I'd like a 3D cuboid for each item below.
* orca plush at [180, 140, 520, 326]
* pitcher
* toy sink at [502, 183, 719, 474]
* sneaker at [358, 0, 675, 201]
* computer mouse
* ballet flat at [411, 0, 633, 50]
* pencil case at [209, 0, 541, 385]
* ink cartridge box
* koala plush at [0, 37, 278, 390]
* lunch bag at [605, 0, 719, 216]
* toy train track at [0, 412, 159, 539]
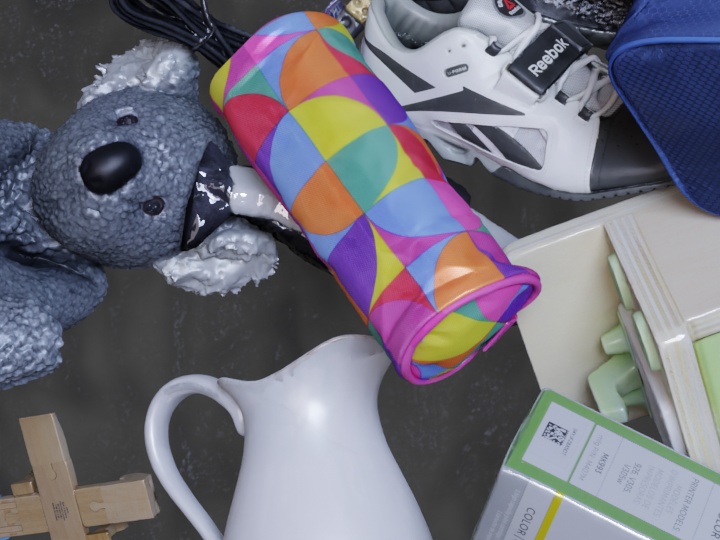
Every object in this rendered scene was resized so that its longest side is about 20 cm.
[{"bbox_3d":[0.000,0.000,0.813,0.199,0.106,0.071,6,138,-19],"label":"orca plush"},{"bbox_3d":[-0.040,0.146,0.825,0.171,0.121,0.201,-12,80,32],"label":"pitcher"},{"bbox_3d":[0.183,0.034,0.724,0.199,0.112,0.131,-19,124,5],"label":"toy sink"},{"bbox_3d":[0.082,-0.095,0.757,0.199,0.074,0.089,15,131,27],"label":"sneaker"},{"bbox_3d":[-0.027,-0.183,0.794,0.140,0.046,0.200,34,96,-34],"label":"computer mouse"},{"bbox_3d":[0.116,-0.149,0.790,0.199,0.057,0.067,3,94,11],"label":"ballet flat"},{"bbox_3d":[0.005,-0.041,0.744,0.088,0.088,0.200,-39,63,12],"label":"pencil case"},{"bbox_3d":[0.150,0.146,0.698,0.199,0.059,0.104,25,137,10],"label":"ink cartridge box"},{"bbox_3d":[-0.157,-0.038,0.824,0.199,0.184,0.178,-25,83,-8],"label":"koala plush"},{"bbox_3d":[0.208,-0.106,0.637,0.199,0.136,0.133,8,62,39],"label":"lunch bag"},{"bbox_3d":[-0.207,0.142,0.897,0.199,0.033,0.115,-10,99,18],"label":"toy train track"}]
